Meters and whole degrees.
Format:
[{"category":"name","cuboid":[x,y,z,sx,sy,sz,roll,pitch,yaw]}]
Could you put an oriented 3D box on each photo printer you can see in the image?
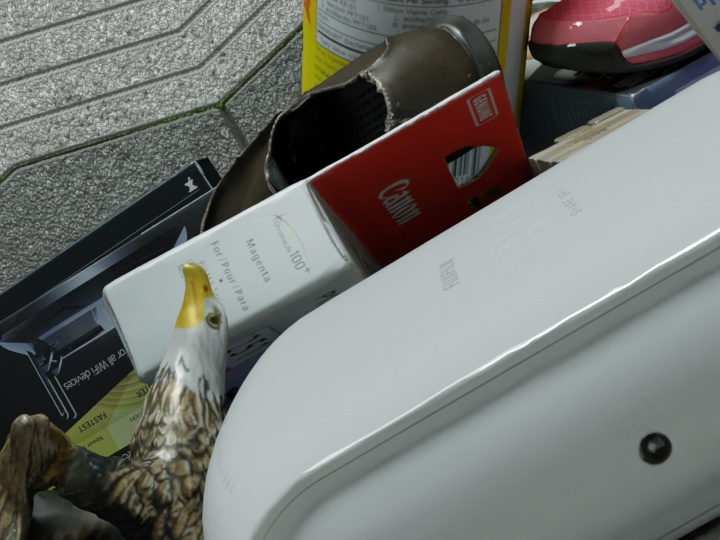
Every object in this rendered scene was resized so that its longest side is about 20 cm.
[{"category":"photo printer","cuboid":[0.048,0.025,0.465,0.199,0.070,0.166,-31,11,7]}]

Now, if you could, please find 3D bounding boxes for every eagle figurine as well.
[{"category":"eagle figurine","cuboid":[-0.040,0.071,0.611,0.199,0.152,0.152,4,25,-33]}]

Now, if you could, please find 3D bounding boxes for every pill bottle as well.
[{"category":"pill bottle","cuboid":[0.027,-0.129,0.827,0.109,0.109,0.201,-31,-43,-39]}]

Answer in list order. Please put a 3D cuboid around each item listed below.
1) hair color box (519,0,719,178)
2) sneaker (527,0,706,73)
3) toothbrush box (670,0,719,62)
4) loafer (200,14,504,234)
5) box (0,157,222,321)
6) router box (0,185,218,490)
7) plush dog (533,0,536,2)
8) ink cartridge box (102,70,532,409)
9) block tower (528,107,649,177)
[{"category":"hair color box","cuboid":[0.123,-0.093,0.906,0.099,0.061,0.200,-29,22,-21]},{"category":"sneaker","cuboid":[0.158,-0.160,0.831,0.199,0.087,0.074,-27,22,-14]},{"category":"toothbrush box","cuboid":[0.232,-0.172,0.723,0.145,0.086,0.200,-16,34,49]},{"category":"loafer","cuboid":[-0.022,-0.048,0.780,0.071,0.073,0.200,-14,-19,-42]},{"category":"box","cuboid":[-0.138,0.045,1.052,0.199,0.142,0.079,-33,6,4]},{"category":"router box","cuboid":[-0.097,0.063,0.920,0.199,0.158,0.052,-30,1,17]},{"category":"plush dog","cuboid":[0.187,-0.081,1.077,0.199,0.161,0.172,5,-21,-9]},{"category":"ink cartridge box","cuboid":[0.000,0.000,0.748,0.173,0.044,0.200,-28,-13,4]},{"category":"block tower","cuboid":[0.129,-0.028,0.708,0.054,0.058,0.200,-27,11,-9]}]
